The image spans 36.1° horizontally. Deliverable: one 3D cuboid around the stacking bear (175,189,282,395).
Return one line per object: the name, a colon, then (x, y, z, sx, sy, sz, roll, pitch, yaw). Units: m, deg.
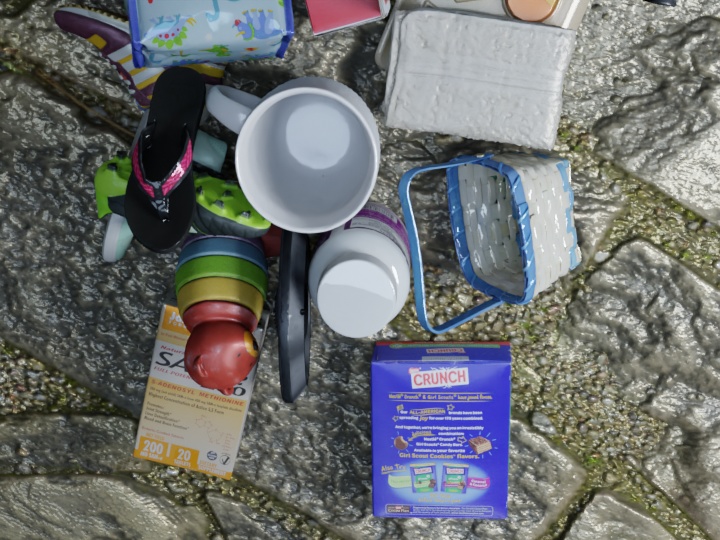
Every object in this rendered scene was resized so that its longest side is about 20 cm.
stacking bear: (-0.150, 0.033, 1.215, 0.112, 0.203, 0.122, -10, 148, 15)

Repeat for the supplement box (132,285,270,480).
supplement box: (-0.190, 0.135, 1.324, 0.124, 0.074, 0.203, 13, 107, -2)

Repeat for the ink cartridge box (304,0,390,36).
ink cartridge box: (-0.033, -0.349, 1.118, 0.082, 0.176, 0.203, -13, 105, 6)

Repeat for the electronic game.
electronic game: (-0.077, 0.045, 1.225, 0.041, 0.200, 0.204, 0, 107, 0)

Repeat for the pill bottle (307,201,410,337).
pill bottle: (0.000, 0.000, 1.208, 0.110, 0.200, 0.114, 1, 107, 3)

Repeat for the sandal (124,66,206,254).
sandal: (-0.200, -0.118, 1.125, 0.074, 0.045, 0.204, 5, 76, 3)

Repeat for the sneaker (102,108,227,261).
sneaker: (-0.220, -0.076, 1.259, 0.116, 0.074, 0.202, 18, 123, -19)

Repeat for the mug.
mug: (-0.073, -0.145, 1.181, 0.197, 0.176, 0.149, 25, 106, -5)

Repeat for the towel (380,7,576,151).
towel: (0.124, -0.208, 1.193, 0.196, 0.035, 0.135, 9, 108, 3)

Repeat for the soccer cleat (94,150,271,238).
soccer cleat: (-0.190, -0.064, 1.181, 0.197, 0.068, 0.082, 17, 124, 6)

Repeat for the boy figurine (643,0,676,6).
boy figurine: (0.313, -0.383, 1.150, 0.122, 0.065, 0.204, 9, 106, 0)

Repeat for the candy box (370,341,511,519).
candy box: (0.097, 0.190, 1.326, 0.166, 0.077, 0.204, 1, 108, 4)

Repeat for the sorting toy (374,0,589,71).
sorting toy: (0.136, -0.272, 1.206, 0.197, 0.037, 0.188, 22, 106, -4)

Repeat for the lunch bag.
lunch bag: (-0.164, -0.320, 1.141, 0.167, 0.127, 0.204, -7, 89, -12)

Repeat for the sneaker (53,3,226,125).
sneaker: (-0.250, -0.227, 1.218, 0.197, 0.075, 0.091, 20, 102, -2)

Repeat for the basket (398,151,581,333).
basket: (0.136, -0.039, 1.205, 0.198, 0.138, 0.180, -18, 109, -31)
